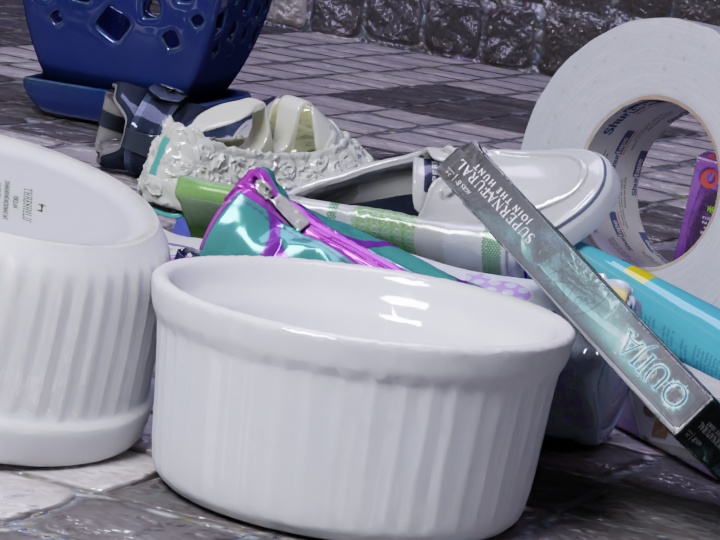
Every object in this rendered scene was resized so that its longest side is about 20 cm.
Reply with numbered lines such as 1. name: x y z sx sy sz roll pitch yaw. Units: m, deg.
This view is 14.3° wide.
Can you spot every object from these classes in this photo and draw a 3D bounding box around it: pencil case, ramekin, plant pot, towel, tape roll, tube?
1. pencil case: 0.053 0.035 1.565 0.199 0.091 0.083 10 10 15
2. ramekin: -0.186 0.005 1.390 0.200 0.105 0.200 16 17 -5
3. pencil case: 0.007 0.021 1.488 0.200 0.093 0.085 26 45 16
4. plant pot: -0.196 -0.224 2.616 0.199 0.180 0.200 10 10 12
5. towel: 0.000 0.000 1.655 0.199 0.031 0.149 11 -32 13
6. tape roll: 0.191 -0.050 1.732 0.200 0.201 0.066 16 8 40
7. ramekin: -0.005 0.060 1.349 0.200 0.098 0.200 8 9 -1
8. tube: 0.194 0.042 1.635 0.050 0.078 0.200 -43 51 -19

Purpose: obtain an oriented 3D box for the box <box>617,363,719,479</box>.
1. box: 0.168 0.072 1.595 0.041 0.039 0.200 5 10 -25

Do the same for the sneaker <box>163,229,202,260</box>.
1. sneaker: -0.142 0.022 1.604 0.114 0.073 0.200 -23 32 -33

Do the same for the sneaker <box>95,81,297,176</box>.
1. sneaker: -0.133 -0.114 2.331 0.146 0.077 0.202 13 11 11

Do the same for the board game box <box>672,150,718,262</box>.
1. board game box: 0.290 0.010 1.760 0.199 0.120 0.032 17 21 17

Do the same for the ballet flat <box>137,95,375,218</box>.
1. ballet flat: -0.055 -0.074 1.756 0.072 0.072 0.200 15 16 36

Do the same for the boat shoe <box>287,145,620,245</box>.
1. boat shoe: 0.049 -0.038 1.667 0.199 0.074 0.065 -15 -41 16

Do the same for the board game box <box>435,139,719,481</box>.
1. board game box: 0.126 0.029 1.427 0.200 0.028 0.135 49 4 34

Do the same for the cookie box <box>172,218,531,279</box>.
1. cookie box: 0.001 -0.013 1.843 0.199 0.075 0.171 3 12 -26
